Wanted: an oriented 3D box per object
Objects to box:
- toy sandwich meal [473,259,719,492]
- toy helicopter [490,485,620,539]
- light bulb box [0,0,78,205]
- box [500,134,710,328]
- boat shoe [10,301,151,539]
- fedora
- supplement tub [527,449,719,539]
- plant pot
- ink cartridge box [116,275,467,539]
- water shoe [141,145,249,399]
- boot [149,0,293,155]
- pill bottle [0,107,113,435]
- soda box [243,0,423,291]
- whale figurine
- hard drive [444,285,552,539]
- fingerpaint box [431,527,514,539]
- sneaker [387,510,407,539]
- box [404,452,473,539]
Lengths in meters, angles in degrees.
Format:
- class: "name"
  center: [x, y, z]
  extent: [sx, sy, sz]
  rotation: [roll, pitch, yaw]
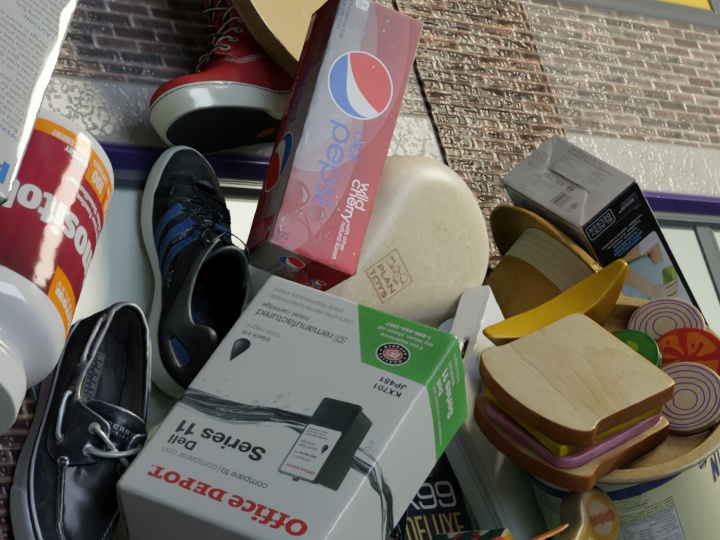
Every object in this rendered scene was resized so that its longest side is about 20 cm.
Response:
- class: "toy sandwich meal"
  center: [0.171, 0.070, 1.606]
  extent: [0.206, 0.204, 0.070]
  rotation: [-68, 161, -45]
- class: "toy helicopter"
  center: [0.122, 0.208, 1.508]
  extent: [0.132, 0.079, 0.200]
  rotation: [49, 40, -16]
- class: "light bulb box"
  center: [-0.282, -0.101, 1.361]
  extent: [0.125, 0.198, 0.201]
  rotation: [34, 45, -24]
- class: "box"
  center: [0.200, -0.001, 1.824]
  extent: [0.060, 0.117, 0.200]
  rotation: [-39, 125, -11]
- class: "boat shoe"
  center: [-0.166, 0.109, 1.450]
  extent: [0.072, 0.068, 0.201]
  rotation: [32, 46, -29]
- class: "fedora"
  center: [0.148, 0.042, 1.792]
  extent: [0.082, 0.201, 0.201]
  rotation: [-39, 97, -12]
- class: "supplement tub"
  center: [0.210, 0.179, 1.706]
  extent: [0.145, 0.144, 0.201]
  rotation: [-60, 137, -48]
- class: "plant pot"
  center: [-0.048, -0.209, 1.738]
  extent: [0.200, 0.027, 0.201]
  rotation: [40, 33, -33]
- class: "ink cartridge box"
  center: [-0.041, 0.114, 1.456]
  extent: [0.200, 0.146, 0.083]
  rotation: [-55, 152, -36]
- class: "water shoe"
  center: [-0.103, -0.007, 1.585]
  extent: [0.071, 0.079, 0.201]
  rotation: [23, 51, -36]
- class: "boot"
  center: [-0.106, -0.165, 1.696]
  extent: [0.200, 0.072, 0.145]
  rotation: [-10, 73, -58]
- class: "pill bottle"
  center: [-0.227, 0.002, 1.420]
  extent: [0.113, 0.113, 0.201]
  rotation: [36, 44, -25]
- class: "soda box"
  center: [-0.019, -0.091, 1.619]
  extent: [0.070, 0.063, 0.201]
  rotation: [22, 71, -17]
- class: "whale figurine"
  center: [0.000, 0.000, 1.696]
  extent: [0.200, 0.104, 0.160]
  rotation: [-39, 110, -28]
- class: "hard drive"
  center: [0.104, 0.129, 1.694]
  extent: [0.132, 0.026, 0.200]
  rotation: [-70, 145, -45]
- class: "fingerpaint box"
  center: [0.080, 0.303, 1.534]
  extent: [0.167, 0.073, 0.200]
  rotation: [-50, 117, -39]
- class: "sneaker"
  center: [0.003, 0.198, 1.486]
  extent: [0.070, 0.078, 0.200]
  rotation: [41, 43, -20]
- class: "box"
  center: [-0.003, 0.190, 1.586]
  extent: [0.199, 0.050, 0.158]
  rotation: [2, 66, -46]
